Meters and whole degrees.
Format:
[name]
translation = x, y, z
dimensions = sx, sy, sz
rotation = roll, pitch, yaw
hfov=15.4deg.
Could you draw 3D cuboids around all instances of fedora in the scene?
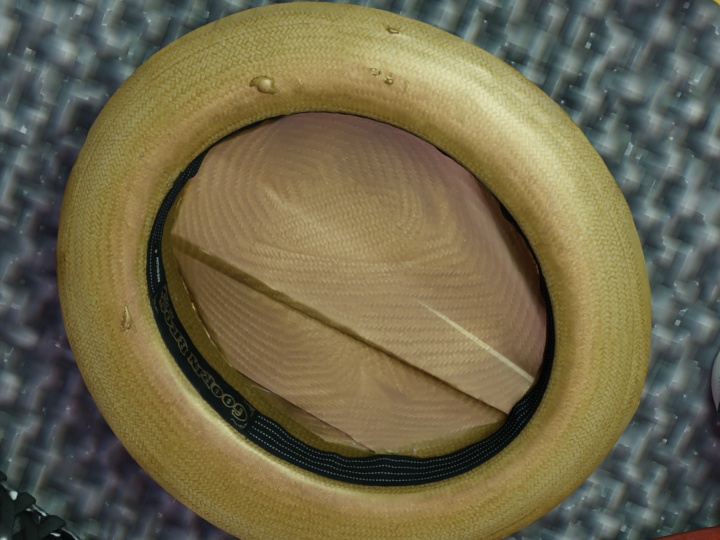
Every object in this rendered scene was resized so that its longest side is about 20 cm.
[fedora]
translation = 0.000, 0.000, 0.891
dimensions = 0.199, 0.082, 0.202
rotation = 2, 107, 7

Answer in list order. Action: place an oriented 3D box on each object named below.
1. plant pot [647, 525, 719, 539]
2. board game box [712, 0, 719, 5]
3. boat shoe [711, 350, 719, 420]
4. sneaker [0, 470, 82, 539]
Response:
[plant pot]
translation = 0.051, 0.219, 0.918
dimensions = 0.175, 0.200, 0.201
rotation = -3, 110, 18
[board game box]
translation = 0.082, -0.200, 0.823
dimensions = 0.200, 0.040, 0.153
rotation = 35, 118, -9
[boat shoe]
translation = 0.193, 0.103, 0.928
dimensions = 0.074, 0.060, 0.200
rotation = -32, 105, 12
[sneaker]
translation = -0.142, 0.077, 0.929
dimensions = 0.199, 0.073, 0.112
rotation = 19, 111, -3
